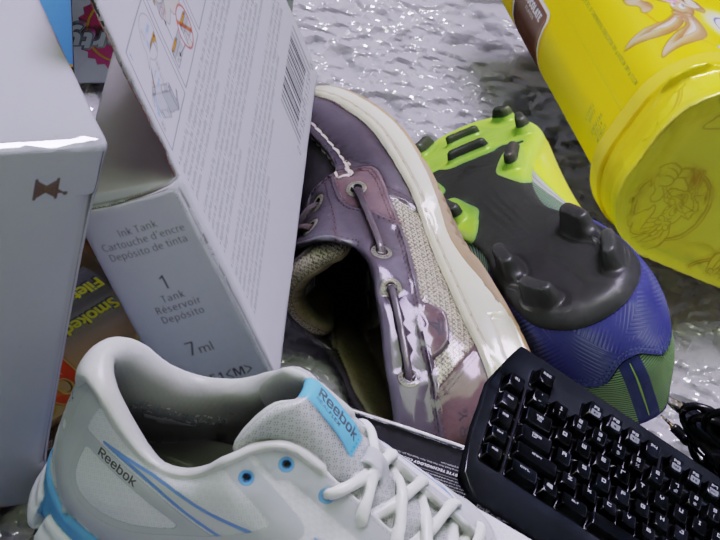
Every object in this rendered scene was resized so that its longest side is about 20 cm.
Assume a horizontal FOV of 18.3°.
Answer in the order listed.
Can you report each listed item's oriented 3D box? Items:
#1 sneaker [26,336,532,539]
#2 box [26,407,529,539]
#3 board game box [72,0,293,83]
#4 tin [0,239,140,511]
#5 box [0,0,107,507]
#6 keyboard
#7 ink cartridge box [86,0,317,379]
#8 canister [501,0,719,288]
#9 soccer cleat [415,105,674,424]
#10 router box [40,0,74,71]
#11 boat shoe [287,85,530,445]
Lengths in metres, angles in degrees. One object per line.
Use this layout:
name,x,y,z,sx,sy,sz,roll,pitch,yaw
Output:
sneaker,-0.006,0.076,0.680,0.199,0.087,0.075,18,38,5
box,-0.011,0.116,0.734,0.199,0.049,0.160,17,42,7
board game box,-0.120,-0.166,1.036,0.147,0.064,0.200,-3,41,-14
tin,-0.160,0.045,0.793,0.112,0.042,0.200,31,43,28
box,-0.171,-0.039,0.739,0.106,0.153,0.200,-4,41,-25
keyboard,0.128,0.084,0.752,0.200,0.040,0.104,34,36,-12
ink cartridge box,-0.068,-0.080,0.787,0.043,0.174,0.200,-15,34,14
canister,0.142,-0.085,0.958,0.148,0.087,0.200,19,30,-30
soccer cleat,0.069,-0.003,0.892,0.065,0.084,0.200,-28,28,-2
router box,-0.215,-0.110,0.881,0.199,0.150,0.051,-3,5,-16
boat shoe,0.000,0.000,0.859,0.065,0.072,0.200,-10,47,-26
